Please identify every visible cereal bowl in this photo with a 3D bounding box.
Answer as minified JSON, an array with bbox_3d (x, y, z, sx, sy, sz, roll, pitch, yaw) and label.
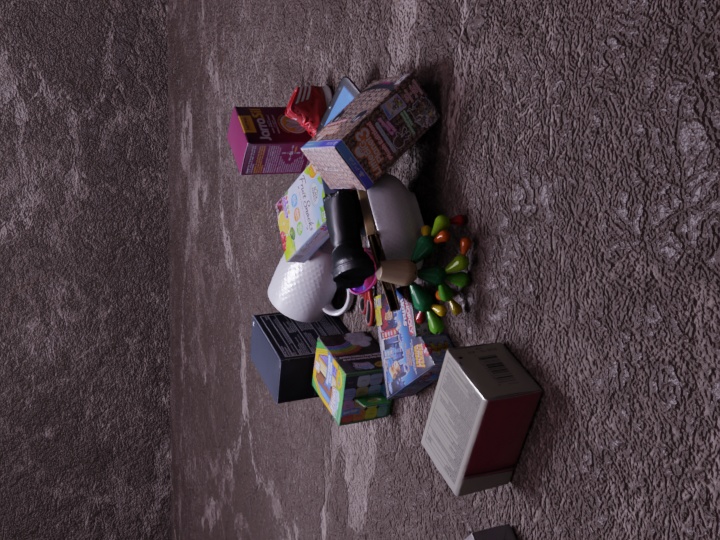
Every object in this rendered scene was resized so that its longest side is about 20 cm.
[{"bbox_3d":[0.072,-0.084,1.492,0.200,0.082,0.203,-17,-90,-85],"label":"cereal bowl"}]

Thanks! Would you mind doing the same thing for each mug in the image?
[{"bbox_3d":[-0.096,0.019,1.868,0.199,0.147,0.177,38,122,18],"label":"mug"}]

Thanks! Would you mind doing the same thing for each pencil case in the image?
[{"bbox_3d":[0.000,0.000,1.619,0.200,0.087,0.090,-20,-74,-86],"label":"pencil case"}]

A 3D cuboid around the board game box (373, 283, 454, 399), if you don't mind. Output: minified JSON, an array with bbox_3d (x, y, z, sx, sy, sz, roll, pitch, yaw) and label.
[{"bbox_3d":[0.105,0.130,1.528,0.199,0.061,0.203,-23,73,62],"label":"board game box"}]

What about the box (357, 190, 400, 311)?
[{"bbox_3d":[0.033,-0.042,1.517,0.201,0.021,0.165,-100,-7,-61],"label":"box"}]

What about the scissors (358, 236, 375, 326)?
[{"bbox_3d":[0.021,0.023,1.731,0.073,0.014,0.202,-123,34,-52],"label":"scissors"}]

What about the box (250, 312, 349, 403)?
[{"bbox_3d":[-0.131,0.189,1.880,0.200,0.196,0.125,-132,45,-53],"label":"box"}]

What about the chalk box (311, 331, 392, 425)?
[{"bbox_3d":[-0.006,0.233,1.708,0.200,0.123,0.126,-131,44,-53],"label":"chalk box"}]

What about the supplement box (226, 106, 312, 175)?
[{"bbox_3d":[-0.198,-0.307,1.936,0.132,0.197,0.104,66,149,32],"label":"supplement box"}]

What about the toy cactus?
[{"bbox_3d":[0.106,0.001,1.393,0.102,0.163,0.203,-146,62,-71],"label":"toy cactus"}]

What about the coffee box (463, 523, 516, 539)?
[{"bbox_3d":[0.198,0.520,1.375,0.201,0.079,0.115,118,139,-49],"label":"coffee box"}]

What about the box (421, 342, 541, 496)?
[{"bbox_3d":[0.189,0.235,1.313,0.128,0.108,0.202,53,140,48],"label":"box"}]

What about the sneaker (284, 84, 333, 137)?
[{"bbox_3d":[-0.113,-0.318,1.850,0.078,0.114,0.203,-35,63,61],"label":"sneaker"}]

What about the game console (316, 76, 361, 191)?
[{"bbox_3d":[-0.038,-0.257,1.685,0.200,0.117,0.174,-55,13,55],"label":"game console"}]

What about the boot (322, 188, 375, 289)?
[{"bbox_3d":[-0.024,-0.061,1.433,0.198,0.072,0.165,117,146,-79],"label":"boot"}]

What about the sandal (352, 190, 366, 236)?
[{"bbox_3d":[-0.021,-0.130,1.764,0.200,0.047,0.076,46,136,52],"label":"sandal"}]

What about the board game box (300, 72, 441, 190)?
[{"bbox_3d":[0.017,-0.247,1.476,0.097,0.200,0.159,51,164,-22],"label":"board game box"}]

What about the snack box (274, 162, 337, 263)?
[{"bbox_3d":[-0.107,-0.124,1.732,0.200,0.052,0.144,-41,56,48],"label":"snack box"}]
